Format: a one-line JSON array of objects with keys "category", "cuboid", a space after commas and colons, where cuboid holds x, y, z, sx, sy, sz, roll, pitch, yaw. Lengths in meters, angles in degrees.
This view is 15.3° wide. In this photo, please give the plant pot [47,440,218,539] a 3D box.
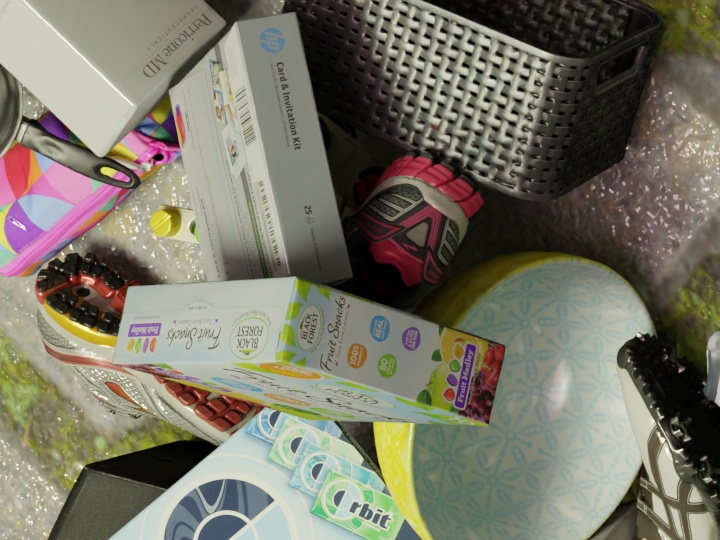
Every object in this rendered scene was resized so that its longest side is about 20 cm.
[{"category": "plant pot", "cuboid": [-0.105, 0.219, 1.787, 0.199, 0.199, 0.178, 13, 101, 27]}]

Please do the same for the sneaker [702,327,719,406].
[{"category": "sneaker", "cuboid": [0.277, 0.034, 1.557, 0.108, 0.070, 0.200, 42, 126, 10]}]

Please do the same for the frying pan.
[{"category": "frying pan", "cuboid": [-0.235, -0.111, 1.716, 0.189, 0.031, 0.115, 1, 114, -3]}]

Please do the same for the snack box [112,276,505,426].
[{"category": "snack box", "cuboid": [-0.033, 0.047, 1.513, 0.200, 0.142, 0.053, -4, 72, 58]}]

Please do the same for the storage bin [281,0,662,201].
[{"category": "storage bin", "cuboid": [0.061, -0.130, 1.590, 0.200, 0.135, 0.094, 24, 117, 22]}]

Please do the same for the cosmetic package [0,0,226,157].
[{"category": "cosmetic package", "cuboid": [-0.195, -0.181, 1.683, 0.200, 0.101, 0.071, 43, 144, -1]}]

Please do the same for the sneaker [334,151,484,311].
[{"category": "sneaker", "cuboid": [0.000, 0.000, 1.594, 0.081, 0.075, 0.200, 34, 149, -3]}]

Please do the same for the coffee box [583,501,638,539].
[{"category": "coffee box", "cuboid": [0.094, 0.229, 1.708, 0.200, 0.114, 0.080, -23, 98, 36]}]

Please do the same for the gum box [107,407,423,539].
[{"category": "gum box", "cuboid": [-0.058, 0.196, 1.655, 0.200, 0.045, 0.170, -41, 78, 1]}]

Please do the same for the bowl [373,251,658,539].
[{"category": "bowl", "cuboid": [0.076, 0.075, 1.638, 0.108, 0.200, 0.201, 24, 120, 49]}]

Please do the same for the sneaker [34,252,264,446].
[{"category": "sneaker", "cuboid": [-0.135, 0.066, 1.826, 0.200, 0.078, 0.082, 33, 141, 18]}]

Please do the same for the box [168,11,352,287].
[{"category": "box", "cuboid": [-0.063, -0.054, 1.584, 0.200, 0.041, 0.157, 153, 106, -72]}]

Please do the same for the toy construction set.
[{"category": "toy construction set", "cuboid": [-0.028, -0.028, 1.706, 0.200, 0.092, 0.131, 34, 107, 12]}]

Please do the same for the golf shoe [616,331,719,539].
[{"category": "golf shoe", "cuboid": [0.192, 0.137, 1.631, 0.094, 0.078, 0.200, -25, 97, 34]}]

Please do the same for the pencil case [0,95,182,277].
[{"category": "pencil case", "cuboid": [-0.193, -0.068, 1.796, 0.200, 0.088, 0.089, -35, 87, 37]}]

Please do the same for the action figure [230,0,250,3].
[{"category": "action figure", "cuboid": [-0.114, -0.246, 1.700, 0.200, 0.069, 0.130, 34, 116, 14]}]
